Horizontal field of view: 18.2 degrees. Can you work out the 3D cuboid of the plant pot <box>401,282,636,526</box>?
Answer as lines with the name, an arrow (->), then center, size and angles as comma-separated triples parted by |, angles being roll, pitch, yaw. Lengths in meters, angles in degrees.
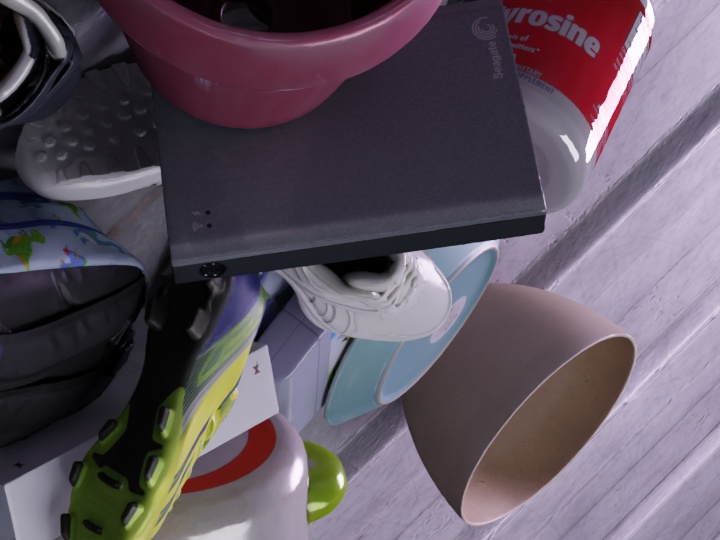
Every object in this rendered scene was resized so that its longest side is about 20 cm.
plant pot -> 0.108, 0.088, 1.822 | 0.200, 0.134, 0.201 | -37, 153, -22

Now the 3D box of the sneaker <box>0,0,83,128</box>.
sneaker -> -0.182, -0.104, 1.116 | 0.079, 0.079, 0.200 | -49, 158, 3

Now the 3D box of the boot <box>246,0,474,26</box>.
boot -> 0.007, -0.164, 1.347 | 0.165, 0.065, 0.200 | -50, 160, -15

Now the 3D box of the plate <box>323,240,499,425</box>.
plate -> 0.046, 0.032, 1.546 | 0.200, 0.026, 0.200 | -49, 165, -18

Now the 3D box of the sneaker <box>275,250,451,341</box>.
sneaker -> 0.000, 0.000, 1.343 | 0.200, 0.099, 0.078 | 30, 84, -45

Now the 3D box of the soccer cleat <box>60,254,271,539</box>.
soccer cleat -> -0.102, 0.086, 1.249 | 0.084, 0.064, 0.201 | 35, 73, -51

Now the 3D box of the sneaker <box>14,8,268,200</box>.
sneaker -> -0.114, -0.077, 1.282 | 0.199, 0.077, 0.081 | -26, 158, -37

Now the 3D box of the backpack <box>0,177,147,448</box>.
backpack -> -0.207, 0.026, 1.215 | 0.199, 0.154, 0.164 | -5, 126, -39

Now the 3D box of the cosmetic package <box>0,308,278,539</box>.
cosmetic package -> -0.171, 0.088, 1.330 | 0.199, 0.150, 0.052 | -27, 116, -37

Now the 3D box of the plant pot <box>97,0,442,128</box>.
plant pot -> -0.052, -0.165, 1.124 | 0.200, 0.200, 0.179 | -39, 170, -19

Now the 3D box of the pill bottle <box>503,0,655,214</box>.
pill bottle -> 0.127, -0.142, 1.474 | 0.113, 0.112, 0.201 | 97, 17, -53

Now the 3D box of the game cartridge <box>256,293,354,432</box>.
game cartridge -> -0.003, 0.019, 1.482 | 0.200, 0.040, 0.134 | -48, 161, -21

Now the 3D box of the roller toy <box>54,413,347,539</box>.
roller toy -> -0.124, 0.166, 1.400 | 0.182, 0.199, 0.141 | -40, 136, -55

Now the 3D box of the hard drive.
hard drive -> -0.009, -0.071, 1.204 | 0.198, 0.140, 0.033 | -8, 150, -3

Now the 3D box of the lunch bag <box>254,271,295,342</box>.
lunch bag -> -0.042, -0.027, 1.472 | 0.160, 0.076, 0.201 | -20, 145, -52
